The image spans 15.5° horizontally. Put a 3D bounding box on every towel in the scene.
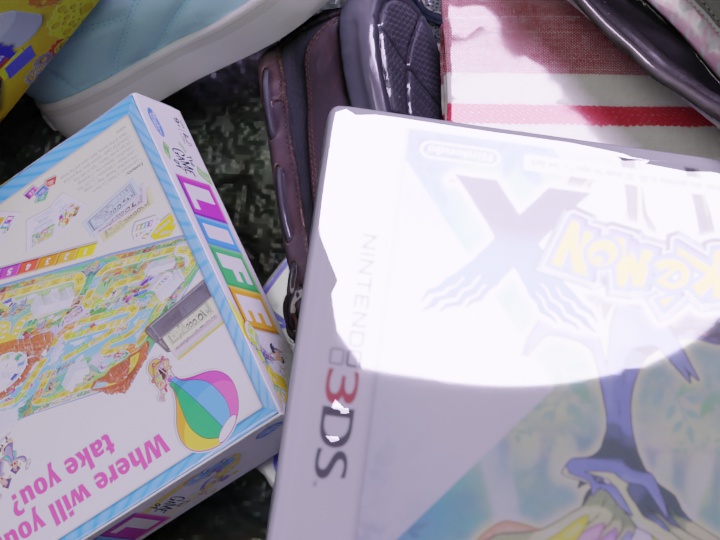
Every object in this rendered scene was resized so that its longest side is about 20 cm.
[{"bbox_3d":[0.100,-0.008,0.905,0.144,0.023,0.200,0,63,-2],"label":"towel"}]

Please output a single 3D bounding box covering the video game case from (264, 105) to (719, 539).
[{"bbox_3d":[0.077,0.043,0.850,0.200,0.022,0.183,8,65,-1],"label":"video game case"}]

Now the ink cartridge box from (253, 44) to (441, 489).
[{"bbox_3d":[0.069,0.030,0.949,0.200,0.043,0.198,36,85,18],"label":"ink cartridge box"}]

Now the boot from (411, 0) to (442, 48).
[{"bbox_3d":[0.089,-0.155,0.975,0.200,0.090,0.073,-37,70,0],"label":"boot"}]

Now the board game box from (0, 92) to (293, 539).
[{"bbox_3d":[-0.125,0.046,0.964,0.200,0.034,0.135,-33,68,19],"label":"board game box"}]

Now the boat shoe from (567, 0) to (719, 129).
[{"bbox_3d":[0.099,-0.110,0.902,0.200,0.057,0.067,44,109,17],"label":"boat shoe"}]

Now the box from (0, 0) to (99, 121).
[{"bbox_3d":[-0.227,-0.115,0.973,0.200,0.122,0.193,-46,66,30],"label":"box"}]

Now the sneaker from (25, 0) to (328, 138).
[{"bbox_3d":[-0.064,-0.121,0.964,0.200,0.082,0.074,-31,30,27],"label":"sneaker"}]

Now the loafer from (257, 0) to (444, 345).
[{"bbox_3d":[0.000,0.000,0.924,0.063,0.072,0.200,-17,64,28],"label":"loafer"}]
